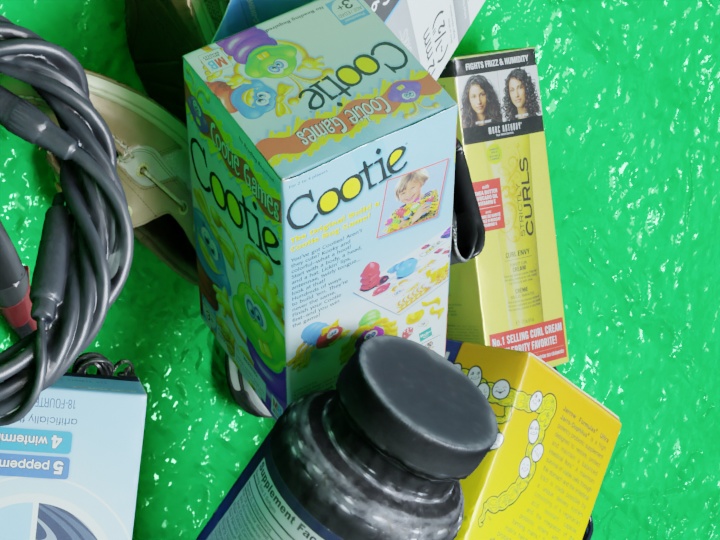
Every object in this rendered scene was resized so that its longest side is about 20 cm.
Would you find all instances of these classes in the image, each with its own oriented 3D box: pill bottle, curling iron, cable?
[{"bbox_3d":[-0.016,0.135,1.220,0.112,0.112,0.200,5,128,-47],"label":"pill bottle"},{"bbox_3d":[-0.175,0.008,1.238,0.049,0.026,0.201,-25,122,3],"label":"curling iron"},{"bbox_3d":[-0.192,-0.024,1.139,0.162,0.051,0.201,-17,87,-23],"label":"cable"}]

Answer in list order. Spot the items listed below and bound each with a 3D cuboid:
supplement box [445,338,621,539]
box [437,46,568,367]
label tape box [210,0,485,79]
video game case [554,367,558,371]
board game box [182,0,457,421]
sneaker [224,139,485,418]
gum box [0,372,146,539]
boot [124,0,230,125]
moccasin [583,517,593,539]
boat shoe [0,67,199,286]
[{"bbox_3d":[0.052,0.150,1.346,0.109,0.108,0.201,36,70,-46],"label":"supplement box"},{"bbox_3d":[0.079,-0.035,1.449,0.075,0.050,0.201,-11,98,-39],"label":"box"},{"bbox_3d":[-0.001,-0.142,1.270,0.201,0.066,0.144,-61,155,-28],"label":"label tape box"},{"bbox_3d":[0.046,0.094,1.498,0.200,0.025,0.181,-51,132,-25],"label":"video game case"},{"bbox_3d":[-0.021,-0.028,1.217,0.104,0.103,0.201,-24,144,-21],"label":"board game box"},{"bbox_3d":[0.000,0.000,1.357,0.076,0.115,0.201,33,77,-46],"label":"sneaker"},{"bbox_3d":[-0.203,0.149,1.177,0.169,0.045,0.201,6,99,-13],"label":"gum box"},{"bbox_3d":[-0.062,-0.174,1.280,0.155,0.073,0.201,-39,123,-34],"label":"boot"},{"bbox_3d":[0.095,0.209,1.509,0.081,0.068,0.200,52,37,-17],"label":"moccasin"},{"bbox_3d":[-0.124,-0.050,1.244,0.200,0.074,0.067,34,71,-46],"label":"boat shoe"}]
